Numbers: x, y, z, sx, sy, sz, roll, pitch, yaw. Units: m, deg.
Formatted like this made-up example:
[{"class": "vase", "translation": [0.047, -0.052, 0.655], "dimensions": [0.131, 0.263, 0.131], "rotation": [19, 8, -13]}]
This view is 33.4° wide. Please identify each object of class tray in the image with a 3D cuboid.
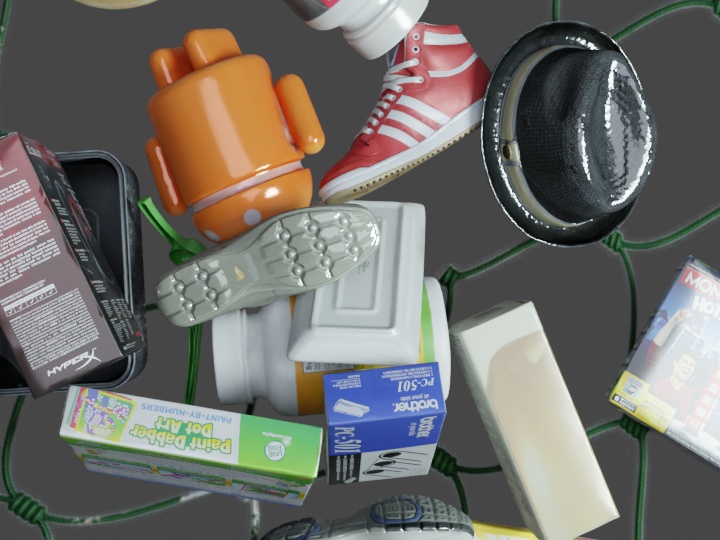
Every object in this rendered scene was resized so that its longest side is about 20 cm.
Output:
[{"class": "tray", "translation": [0.000, 0.000, 1.019], "dimensions": [0.106, 0.201, 0.022], "rotation": [1, 132, 4]}]

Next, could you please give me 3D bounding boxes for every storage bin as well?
[{"class": "storage bin", "translation": [-0.261, 0.002, 1.041], "dimensions": [0.134, 0.094, 0.202], "rotation": [-3, 89, -3]}]

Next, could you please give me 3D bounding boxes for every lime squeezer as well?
[{"class": "lime squeezer", "translation": [-0.152, 0.019, 1.061], "dimensions": [0.037, 0.071, 0.202], "rotation": [-4, 114, 7]}]

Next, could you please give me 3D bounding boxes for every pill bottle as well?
[{"class": "pill bottle", "translation": [-0.036, -0.278, 1.025], "dimensions": [0.200, 0.111, 0.111], "rotation": [41, 87, -23]}, {"class": "pill bottle", "translation": [-0.027, 0.068, 1.045], "dimensions": [0.198, 0.111, 0.112], "rotation": [-5, 90, -3]}]

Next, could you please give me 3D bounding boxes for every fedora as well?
[{"class": "fedora", "translation": [0.200, -0.120, 1.046], "dimensions": [0.199, 0.091, 0.203], "rotation": [-2, 94, -24]}]

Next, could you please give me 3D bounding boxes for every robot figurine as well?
[{"class": "robot figurine", "translation": [-0.110, -0.107, 1.039], "dimensions": [0.143, 0.117, 0.202], "rotation": [-23, 93, -13]}]

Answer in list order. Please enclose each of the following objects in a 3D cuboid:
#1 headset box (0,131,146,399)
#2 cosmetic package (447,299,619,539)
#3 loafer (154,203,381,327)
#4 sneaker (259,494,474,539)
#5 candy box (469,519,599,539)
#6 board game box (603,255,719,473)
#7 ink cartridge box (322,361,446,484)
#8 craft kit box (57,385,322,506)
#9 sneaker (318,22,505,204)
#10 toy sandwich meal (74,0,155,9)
[{"class": "headset box", "translation": [-0.246, -0.013, 0.922], "dimensions": [0.074, 0.149, 0.201], "rotation": [-25, 92, -3]}, {"class": "cosmetic package", "translation": [0.149, 0.131, 1.059], "dimensions": [0.071, 0.105, 0.202], "rotation": [-23, 92, -4]}, {"class": "loafer", "translation": [-0.075, -0.009, 0.991], "dimensions": [0.198, 0.070, 0.071], "rotation": [-17, 97, 13]}, {"class": "sneaker", "translation": [0.007, 0.257, 1.069], "dimensions": [0.198, 0.075, 0.088], "rotation": [-13, 100, 10]}, {"class": "candy box", "translation": [0.157, 0.289, 1.096], "dimensions": [0.198, 0.026, 0.103], "rotation": [9, 85, -3]}, {"class": "board game box", "translation": [0.350, 0.080, 1.092], "dimensions": [0.199, 0.062, 0.201], "rotation": [31, 87, -2]}, {"class": "ink cartridge box", "translation": [0.016, 0.132, 1.002], "dimensions": [0.093, 0.200, 0.045], "rotation": [-6, 67, -3]}, {"class": "craft kit box", "translation": [-0.137, 0.150, 0.994], "dimensions": [0.198, 0.198, 0.049], "rotation": [10, 75, -4]}, {"class": "sneaker", "translation": [0.028, -0.145, 1.062], "dimensions": [0.199, 0.071, 0.113], "rotation": [-32, 93, -19]}, {"class": "toy sandwich meal", "translation": [-0.206, -0.320, 1.064], "dimensions": [0.203, 0.070, 0.208], "rotation": [0, 88, 0]}]
